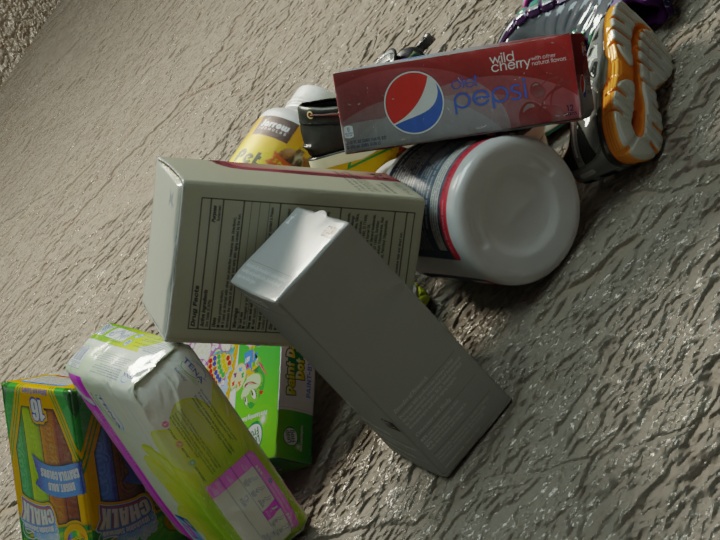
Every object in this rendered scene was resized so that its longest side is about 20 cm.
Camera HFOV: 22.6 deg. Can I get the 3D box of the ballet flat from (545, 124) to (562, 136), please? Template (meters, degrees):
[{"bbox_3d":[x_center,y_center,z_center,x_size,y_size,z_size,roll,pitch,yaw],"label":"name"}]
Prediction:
[{"bbox_3d":[0.130,-0.137,1.640,0.200,0.069,0.070,-35,24,27],"label":"ballet flat"}]

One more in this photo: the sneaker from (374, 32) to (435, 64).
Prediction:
[{"bbox_3d":[0.044,-0.194,1.889,0.140,0.078,0.200,-53,22,-16],"label":"sneaker"}]

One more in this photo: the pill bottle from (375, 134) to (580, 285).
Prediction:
[{"bbox_3d":[0.083,-0.052,1.500,0.120,0.120,0.200,-52,22,-14],"label":"pill bottle"}]

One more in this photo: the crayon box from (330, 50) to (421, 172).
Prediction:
[{"bbox_3d":[0.017,-0.094,1.704,0.200,0.051,0.127,-52,-20,-12],"label":"crayon box"}]

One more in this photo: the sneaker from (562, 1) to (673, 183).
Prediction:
[{"bbox_3d":[0.208,-0.152,1.506,0.077,0.078,0.201,-36,24,38],"label":"sneaker"}]

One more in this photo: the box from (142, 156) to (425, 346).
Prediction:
[{"bbox_3d":[-0.063,-0.014,1.425,0.109,0.198,0.129,-139,55,-68],"label":"box"}]

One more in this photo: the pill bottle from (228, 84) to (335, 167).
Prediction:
[{"bbox_3d":[-0.080,-0.080,1.744,0.109,0.109,0.201,-6,47,59],"label":"pill bottle"}]

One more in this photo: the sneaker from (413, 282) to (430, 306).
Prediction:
[{"bbox_3d":[0.000,0.000,1.614,0.075,0.085,0.200,-47,21,-5],"label":"sneaker"}]

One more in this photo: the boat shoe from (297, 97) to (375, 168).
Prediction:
[{"bbox_3d":[0.041,-0.138,1.524,0.200,0.064,0.074,-13,10,18],"label":"boat shoe"}]

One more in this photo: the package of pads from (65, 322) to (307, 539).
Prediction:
[{"bbox_3d":[-0.141,0.142,1.454,0.068,0.201,0.154,-41,23,-21],"label":"package of pads"}]

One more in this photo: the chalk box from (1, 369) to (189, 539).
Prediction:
[{"bbox_3d":[-0.222,0.187,1.574,0.123,0.202,0.124,-11,6,-41],"label":"chalk box"}]

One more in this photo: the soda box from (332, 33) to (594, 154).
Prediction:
[{"bbox_3d":[0.083,-0.142,1.441,0.198,0.071,0.063,-7,5,17],"label":"soda box"}]

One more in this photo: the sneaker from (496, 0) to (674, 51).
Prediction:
[{"bbox_3d":[0.199,-0.216,1.644,0.199,0.074,0.088,-34,30,30],"label":"sneaker"}]

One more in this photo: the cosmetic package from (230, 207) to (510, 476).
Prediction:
[{"bbox_3d":[0.007,0.052,1.344,0.090,0.200,0.107,-50,21,-9],"label":"cosmetic package"}]

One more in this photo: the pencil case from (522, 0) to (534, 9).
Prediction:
[{"bbox_3d":[0.212,-0.306,1.757,0.088,0.088,0.201,-30,28,35],"label":"pencil case"}]

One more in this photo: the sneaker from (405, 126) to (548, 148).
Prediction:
[{"bbox_3d":[0.079,-0.122,1.602,0.199,0.081,0.075,14,64,33],"label":"sneaker"}]

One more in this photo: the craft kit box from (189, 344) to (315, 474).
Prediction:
[{"bbox_3d":[-0.113,0.092,1.610,0.199,0.048,0.199,-22,62,48],"label":"craft kit box"}]
